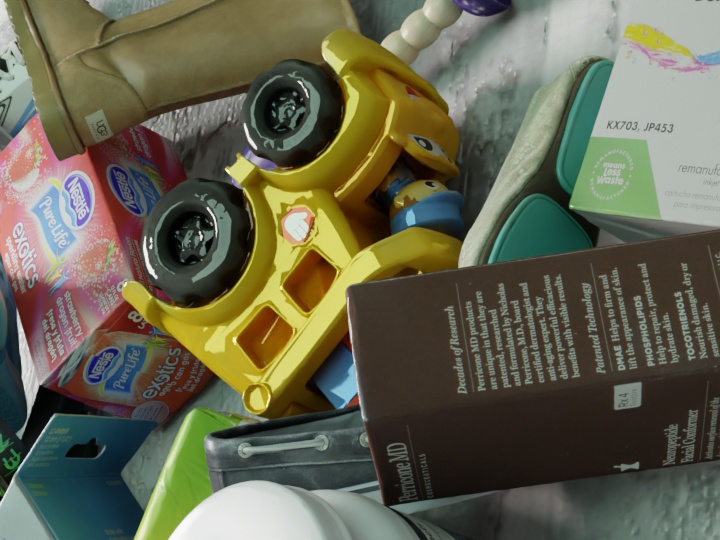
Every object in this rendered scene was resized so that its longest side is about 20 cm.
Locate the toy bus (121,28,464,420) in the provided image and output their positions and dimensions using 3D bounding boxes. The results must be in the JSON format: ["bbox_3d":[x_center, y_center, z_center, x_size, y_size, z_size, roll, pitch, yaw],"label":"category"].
[{"bbox_3d":[0.000,0.000,1.063,0.200,0.136,0.192,-52,56,9],"label":"toy bus"}]

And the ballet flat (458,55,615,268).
[{"bbox_3d":[0.090,-0.026,1.004,0.062,0.067,0.200,-21,32,50],"label":"ballet flat"}]

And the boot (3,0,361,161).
[{"bbox_3d":[-0.114,-0.159,1.233,0.200,0.066,0.175,-20,56,-3],"label":"boot"}]

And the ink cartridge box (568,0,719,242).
[{"bbox_3d":[0.190,-0.107,0.957,0.117,0.067,0.200,9,77,48],"label":"ink cartridge box"}]

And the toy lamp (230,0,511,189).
[{"bbox_3d":[0.002,-0.108,1.161,0.200,0.058,0.058,-40,46,22],"label":"toy lamp"}]

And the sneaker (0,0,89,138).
[{"bbox_3d":[-0.266,-0.122,1.429,0.200,0.072,0.072,-49,42,14],"label":"sneaker"}]

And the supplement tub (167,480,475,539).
[{"bbox_3d":[0.011,0.181,0.894,0.140,0.200,0.141,-22,56,37],"label":"supplement tub"}]

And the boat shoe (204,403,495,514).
[{"bbox_3d":[0.023,0.079,0.961,0.072,0.200,0.068,-125,21,-83],"label":"boat shoe"}]

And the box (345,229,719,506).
[{"bbox_3d":[0.099,0.043,0.877,0.200,0.100,0.075,-8,60,4],"label":"box"}]

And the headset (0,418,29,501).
[{"bbox_3d":[-0.271,0.103,1.144,0.200,0.124,0.094,15,52,40],"label":"headset"}]

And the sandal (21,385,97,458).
[{"bbox_3d":[-0.190,0.123,1.245,0.075,0.048,0.201,-31,36,51],"label":"sandal"}]

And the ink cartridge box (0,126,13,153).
[{"bbox_3d":[-0.329,-0.037,1.409,0.161,0.050,0.200,43,113,8],"label":"ink cartridge box"}]

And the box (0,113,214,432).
[{"bbox_3d":[-0.158,-0.009,1.240,0.095,0.100,0.200,-45,44,20],"label":"box"}]

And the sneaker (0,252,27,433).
[{"bbox_3d":[-0.259,0.009,1.230,0.200,0.079,0.131,94,166,-54],"label":"sneaker"}]

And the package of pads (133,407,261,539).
[{"bbox_3d":[-0.094,0.173,1.054,0.155,0.068,0.200,93,-160,-86],"label":"package of pads"}]

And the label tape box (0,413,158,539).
[{"bbox_3d":[-0.171,0.183,1.116,0.066,0.143,0.200,31,93,17],"label":"label tape box"}]
